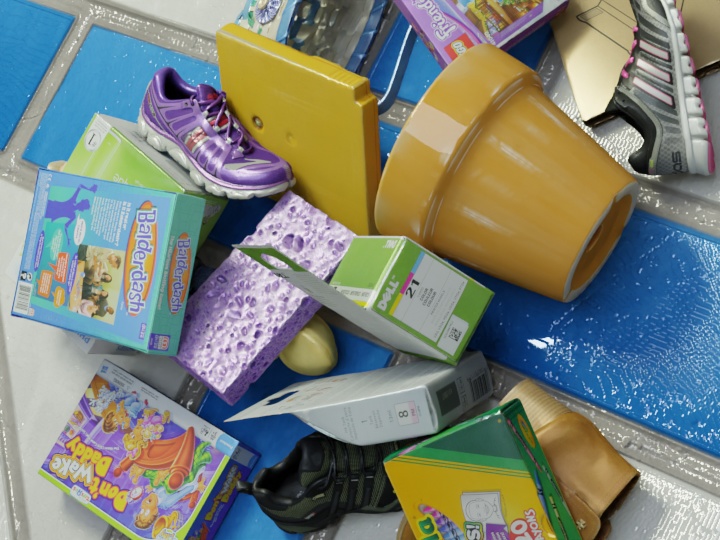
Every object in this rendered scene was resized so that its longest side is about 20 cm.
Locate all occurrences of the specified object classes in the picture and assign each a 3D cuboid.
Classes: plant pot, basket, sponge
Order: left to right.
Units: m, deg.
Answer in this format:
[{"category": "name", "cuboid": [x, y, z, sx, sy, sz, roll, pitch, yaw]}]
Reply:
[{"category": "sponge", "cuboid": [-0.096, 0.024, 1.529, 0.200, 0.030, 0.111, -48, 52, -10]}, {"category": "basket", "cuboid": [-0.023, -0.252, 1.616, 0.198, 0.139, 0.178, 15, 77, 30]}, {"category": "plant pot", "cuboid": [0.142, -0.072, 1.434, 0.182, 0.200, 0.201, 32, 86, 18]}]

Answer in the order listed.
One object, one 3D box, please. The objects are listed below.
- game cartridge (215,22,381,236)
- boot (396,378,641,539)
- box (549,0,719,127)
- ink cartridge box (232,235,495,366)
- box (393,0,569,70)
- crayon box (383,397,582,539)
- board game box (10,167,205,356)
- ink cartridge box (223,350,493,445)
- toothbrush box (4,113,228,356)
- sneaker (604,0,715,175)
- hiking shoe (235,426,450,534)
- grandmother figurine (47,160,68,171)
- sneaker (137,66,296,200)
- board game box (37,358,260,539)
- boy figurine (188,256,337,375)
[{"category": "game cartridge", "cuboid": [-0.059, -0.136, 1.580, 0.199, 0.178, 0.032, 26, 45, 33]}, {"category": "boot", "cuboid": [0.135, 0.209, 1.379, 0.144, 0.071, 0.202, 44, 99, 27]}, {"category": "box", "cuboid": [0.263, -0.254, 1.535, 0.162, 0.021, 0.202, -24, 59, 18]}, {"category": "ink cartridge box", "cuboid": [0.000, 0.000, 1.426, 0.076, 0.199, 0.148, -60, 16, -8]}, {"category": "box", "cuboid": [0.090, -0.299, 1.545, 0.136, 0.039, 0.201, -34, 83, -4]}, {"category": "crayon box", "cuboid": [0.115, 0.223, 1.331, 0.118, 0.058, 0.202, -25, 88, 23]}, {"category": "board game box", "cuboid": [-0.248, -0.011, 1.552, 0.198, 0.045, 0.154, 12, 91, 37]}, {"category": "ink cartridge box", "cuboid": [0.002, 0.122, 1.430, 0.198, 0.162, 0.058, -16, 92, 23]}, {"category": "toothbrush box", "cuboid": [-0.252, -0.035, 1.644, 0.145, 0.086, 0.201, 40, 106, 26]}, {"category": "sneaker", "cuboid": [0.259, -0.176, 1.445, 0.086, 0.074, 0.202, -14, 84, 11]}, {"category": "hiking shoe", "cuboid": [-0.011, 0.182, 1.447, 0.198, 0.101, 0.076, -26, 60, 16]}, {"category": "grandmother figurine", "cuboid": [-0.245, -0.097, 1.723, 0.198, 0.060, 0.123, -1, 96, 25]}, {"category": "sneaker", "cuboid": [-0.147, -0.138, 1.594, 0.199, 0.080, 0.084, 33, 127, 24]}, {"category": "board game box", "cuboid": [-0.212, 0.192, 1.585, 0.199, 0.045, 0.135, 26, 83, 34]}, {"category": "boy figurine", "cuboid": [-0.100, 0.044, 1.577, 0.198, 0.065, 0.125, 18, 65, 30]}]
